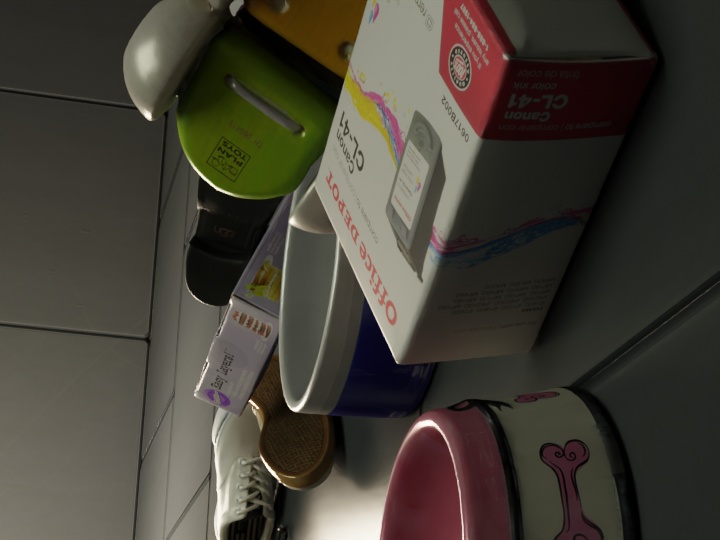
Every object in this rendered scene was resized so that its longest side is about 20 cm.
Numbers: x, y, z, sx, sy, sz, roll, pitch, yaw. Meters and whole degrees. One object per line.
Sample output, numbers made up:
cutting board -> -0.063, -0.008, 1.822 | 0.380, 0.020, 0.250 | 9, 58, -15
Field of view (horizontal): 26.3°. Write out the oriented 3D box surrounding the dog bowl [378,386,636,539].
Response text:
dog bowl -> 0.059, 0.153, 0.729 | 0.200, 0.073, 0.202 | -173, 90, -77

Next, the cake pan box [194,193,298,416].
cake pan box -> -0.066, 0.005, 1.271 | 0.185, 0.052, 0.200 | -61, -1, -33

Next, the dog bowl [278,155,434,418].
dog bowl -> 0.000, 0.000, 1.061 | 0.200, 0.078, 0.202 | -174, 90, -78

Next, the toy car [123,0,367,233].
toy car -> -0.031, -0.138, 0.935 | 0.201, 0.174, 0.150 | -54, 4, 27

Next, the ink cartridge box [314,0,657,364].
ink cartridge box -> 0.054, -0.072, 0.777 | 0.201, 0.085, 0.148 | 109, 148, -41

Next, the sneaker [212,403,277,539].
sneaker -> -0.103, 0.203, 1.479 | 0.071, 0.072, 0.202 | -118, 26, -53

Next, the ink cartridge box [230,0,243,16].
ink cartridge box -> -0.033, -0.285, 1.157 | 0.200, 0.085, 0.147 | -54, -12, -43

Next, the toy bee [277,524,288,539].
toy bee -> -0.112, 0.307, 1.353 | 0.200, 0.107, 0.132 | -140, 55, -75

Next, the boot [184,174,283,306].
boot -> -0.089, -0.079, 1.311 | 0.174, 0.069, 0.201 | -66, 1, -59

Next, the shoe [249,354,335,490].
shoe -> -0.053, 0.135, 1.312 | 0.054, 0.070, 0.200 | 55, -179, -26
